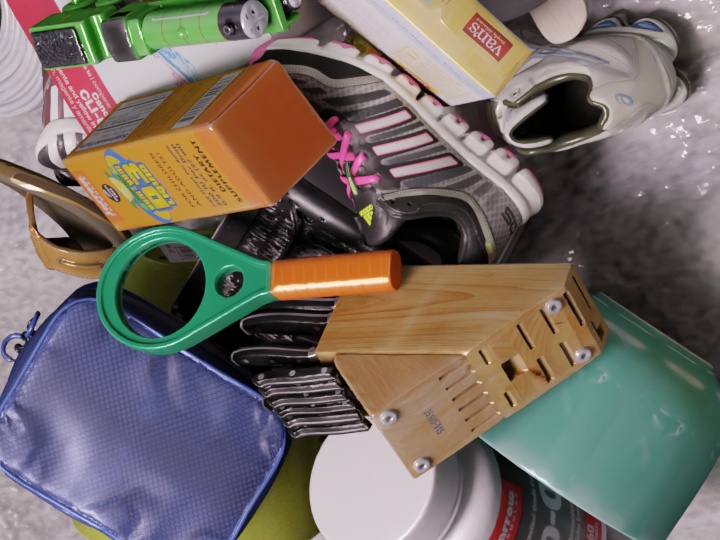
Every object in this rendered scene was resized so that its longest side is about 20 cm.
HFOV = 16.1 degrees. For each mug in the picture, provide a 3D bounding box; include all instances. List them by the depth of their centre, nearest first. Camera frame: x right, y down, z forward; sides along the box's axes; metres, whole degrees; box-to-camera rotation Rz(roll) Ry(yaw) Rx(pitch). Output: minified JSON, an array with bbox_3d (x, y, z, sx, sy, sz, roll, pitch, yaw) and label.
[{"bbox_3d":[0.143,0.076,1.591,0.185,0.152,0.115,36,94,35],"label":"mug"}]

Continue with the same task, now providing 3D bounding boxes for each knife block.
[{"bbox_3d":[0.026,0.033,1.539,0.064,0.200,0.176,57,179,-41],"label":"knife block"}]

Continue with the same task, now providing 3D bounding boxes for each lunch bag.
[{"bbox_3d":[-0.148,0.097,1.663,0.200,0.132,0.136,33,93,-2],"label":"lunch bag"}]

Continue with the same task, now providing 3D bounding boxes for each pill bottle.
[{"bbox_3d":[0.064,0.158,1.643,0.113,0.200,0.114,-14,66,32],"label":"pill bottle"}]

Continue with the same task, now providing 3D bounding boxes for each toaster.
[{"bbox_3d":[0.000,0.000,1.652,0.200,0.119,0.181,33,139,-1],"label":"toaster"}]

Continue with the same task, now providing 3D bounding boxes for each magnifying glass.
[{"bbox_3d":[-0.070,0.008,1.549,0.199,0.022,0.080,-6,71,24],"label":"magnifying glass"}]

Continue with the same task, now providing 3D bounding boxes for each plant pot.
[{"bbox_3d":[-0.113,0.079,1.798,0.186,0.187,0.201,14,112,34],"label":"plant pot"}]

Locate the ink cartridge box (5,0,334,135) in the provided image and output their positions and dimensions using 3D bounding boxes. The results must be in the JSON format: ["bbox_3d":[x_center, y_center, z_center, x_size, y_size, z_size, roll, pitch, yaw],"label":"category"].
[{"bbox_3d":[-0.105,-0.198,1.634,0.200,0.145,0.145,-23,100,45],"label":"ink cartridge box"}]

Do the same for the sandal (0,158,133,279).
[{"bbox_3d":[-0.198,-0.013,1.825,0.080,0.054,0.200,17,158,47],"label":"sandal"}]

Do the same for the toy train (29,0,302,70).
[{"bbox_3d":[-0.120,-0.149,1.532,0.199,0.056,0.042,-3,115,40],"label":"toy train"}]

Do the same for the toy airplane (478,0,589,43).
[{"bbox_3d":[0.062,-0.239,1.470,0.199,0.141,0.200,30,138,9],"label":"toy airplane"}]

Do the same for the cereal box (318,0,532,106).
[{"bbox_3d":[0.020,-0.154,1.449,0.144,0.040,0.200,41,177,-7],"label":"cereal box"}]

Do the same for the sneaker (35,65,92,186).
[{"bbox_3d":[-0.182,-0.122,1.770,0.075,0.200,0.116,-2,85,0],"label":"sneaker"}]

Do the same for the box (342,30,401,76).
[{"bbox_3d":[-0.001,-0.126,1.664,0.039,0.041,0.200,46,136,7],"label":"box"}]

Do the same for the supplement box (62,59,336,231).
[{"bbox_3d":[-0.101,-0.072,1.537,0.067,0.069,0.200,51,155,-18],"label":"supplement box"}]

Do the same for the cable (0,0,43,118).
[{"bbox_3d":[-0.268,-0.208,1.819,0.200,0.069,0.200,51,136,4],"label":"cable"}]

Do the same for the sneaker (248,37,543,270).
[{"bbox_3d":[0.012,-0.063,1.526,0.199,0.088,0.074,33,158,-11],"label":"sneaker"}]

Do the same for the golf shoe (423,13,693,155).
[{"bbox_3d":[0.100,-0.106,1.553,0.199,0.097,0.079,-11,109,44],"label":"golf shoe"}]
